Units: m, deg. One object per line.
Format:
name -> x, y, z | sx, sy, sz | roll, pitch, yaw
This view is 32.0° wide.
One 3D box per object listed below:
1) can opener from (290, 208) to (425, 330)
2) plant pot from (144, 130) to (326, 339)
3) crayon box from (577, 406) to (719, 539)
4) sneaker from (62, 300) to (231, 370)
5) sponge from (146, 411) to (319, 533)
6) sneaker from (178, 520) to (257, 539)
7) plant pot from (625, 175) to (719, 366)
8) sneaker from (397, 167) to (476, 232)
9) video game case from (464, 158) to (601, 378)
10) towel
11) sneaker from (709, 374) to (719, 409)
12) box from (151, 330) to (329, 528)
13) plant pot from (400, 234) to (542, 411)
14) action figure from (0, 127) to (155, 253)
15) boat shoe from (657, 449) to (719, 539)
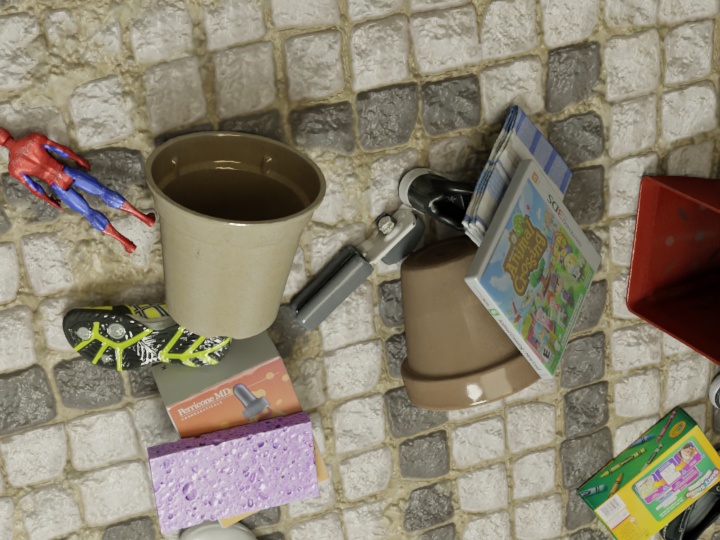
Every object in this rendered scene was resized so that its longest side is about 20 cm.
can opener -> 0.000, 0.000, 1.563 | 0.200, 0.053, 0.066 | -42, 121, 2
plant pot -> -0.151, -0.031, 1.430 | 0.200, 0.200, 0.184 | -2, 126, -19
crayon box -> 0.435, 0.312, 1.862 | 0.200, 0.058, 0.119 | -40, 121, 1
sneaker -> -0.253, 0.073, 1.498 | 0.200, 0.076, 0.075 | 6, 115, -3
sponge -> -0.150, 0.242, 1.509 | 0.200, 0.030, 0.112 | -11, 118, -15
sneaker -> -0.148, 0.398, 1.671 | 0.200, 0.088, 0.075 | 30, 102, -28
plant pot -> 0.494, -0.016, 1.665 | 0.176, 0.200, 0.200 | -12, 118, -27
sneaker -> 0.149, -0.074, 1.560 | 0.200, 0.091, 0.067 | 11, 107, -24
video game case -> 0.213, -0.003, 1.513 | 0.182, 0.022, 0.200 | 50, 51, -29
towel -> 0.199, -0.088, 1.546 | 0.147, 0.024, 0.200 | 45, 54, -32
sneaker -> 0.621, 0.168, 1.831 | 0.200, 0.115, 0.075 | -24, 120, -9
box -> -0.149, 0.190, 1.565 | 0.152, 0.106, 0.200 | -25, 120, -8
plant pot -> 0.131, 0.055, 1.568 | 0.200, 0.200, 0.175 | -21, 106, -10
action figure -> -0.326, -0.097, 1.402 | 0.200, 0.052, 0.065 | 37, 92, -25
boat shoe -> 0.537, 0.346, 1.910 | 0.199, 0.066, 0.075 | -43, 120, 3
